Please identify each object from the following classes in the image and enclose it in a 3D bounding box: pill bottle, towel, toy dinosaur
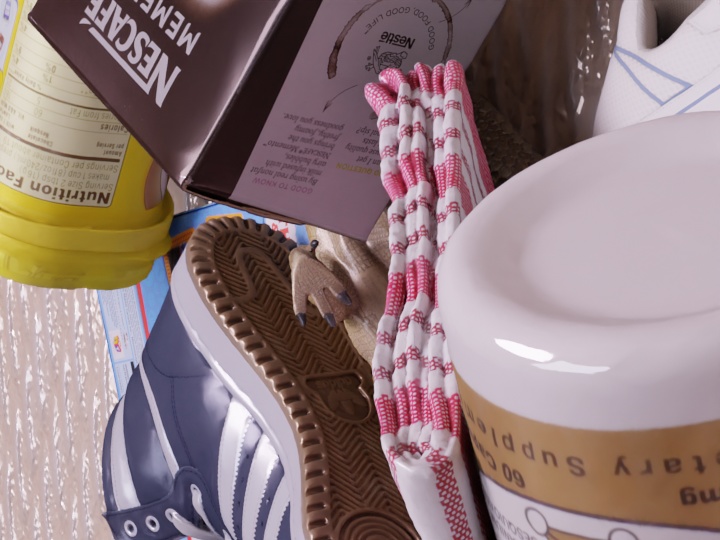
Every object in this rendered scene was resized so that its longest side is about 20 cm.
[{"bbox_3d":[0.093,0.073,0.693,0.114,0.114,0.201,28,140,53],"label":"pill bottle"},{"bbox_3d":[0.029,0.050,0.777,0.200,0.030,0.147,-87,-17,-56],"label":"towel"},{"bbox_3d":[0.000,0.000,0.937,0.201,0.058,0.101,61,175,9],"label":"toy dinosaur"}]

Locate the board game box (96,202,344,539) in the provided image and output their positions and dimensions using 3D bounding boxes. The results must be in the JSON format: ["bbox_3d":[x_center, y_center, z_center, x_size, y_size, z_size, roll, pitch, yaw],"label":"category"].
[{"bbox_3d":[-0.035,0.047,1.080,0.200,0.036,0.152,-14,88,60],"label":"board game box"}]

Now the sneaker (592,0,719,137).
[{"bbox_3d":[0.120,-0.039,0.763,0.200,0.074,0.088,9,101,57],"label":"sneaker"}]

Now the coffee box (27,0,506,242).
[{"bbox_3d":[-0.004,-0.126,0.861,0.113,0.080,0.201,45,111,43],"label":"coffee box"}]

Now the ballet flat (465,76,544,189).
[{"bbox_3d":[0.043,-0.034,0.924,0.200,0.046,0.068,56,170,43],"label":"ballet flat"}]

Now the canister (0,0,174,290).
[{"bbox_3d":[-0.105,-0.116,1.069,0.149,0.086,0.201,54,133,49],"label":"canister"}]

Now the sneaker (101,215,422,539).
[{"bbox_3d":[-0.025,0.090,0.974,0.109,0.070,0.201,-57,48,37],"label":"sneaker"}]
